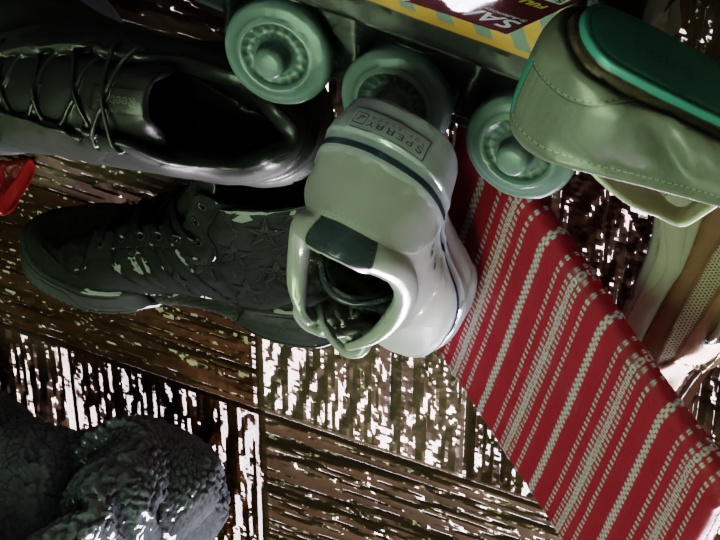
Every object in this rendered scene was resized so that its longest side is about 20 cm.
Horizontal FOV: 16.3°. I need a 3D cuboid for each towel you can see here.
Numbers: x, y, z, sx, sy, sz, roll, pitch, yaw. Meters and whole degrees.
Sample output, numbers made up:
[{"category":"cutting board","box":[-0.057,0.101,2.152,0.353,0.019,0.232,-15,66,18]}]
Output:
[{"category":"towel","box":[0.085,0.044,1.041,0.200,0.022,0.145,57,156,25]}]

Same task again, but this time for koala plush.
[{"category":"koala plush","box":[-0.190,0.118,1.302,0.200,0.184,0.178,34,157,30]}]

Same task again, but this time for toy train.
[{"category":"toy train","box":[0.030,-0.108,0.977,0.199,0.085,0.114,22,129,12]}]

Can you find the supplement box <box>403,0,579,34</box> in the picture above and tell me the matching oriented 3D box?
[{"category":"supplement box","box":[0.096,-0.166,0.844,0.061,0.109,0.200,15,155,-40]}]

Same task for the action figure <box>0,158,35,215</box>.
[{"category":"action figure","box":[-0.268,-0.052,1.206,0.199,0.099,0.065,11,134,26]}]

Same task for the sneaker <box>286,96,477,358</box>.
[{"category":"sneaker","box":[0.000,0.000,1.008,0.073,0.071,0.200,27,163,16]}]

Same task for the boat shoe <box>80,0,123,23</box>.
[{"category":"boat shoe","box":[-0.194,-0.104,1.132,0.199,0.070,0.066,6,164,11]}]

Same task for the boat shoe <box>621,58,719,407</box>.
[{"category":"boat shoe","box":[0.148,0.005,1.018,0.072,0.076,0.200,21,140,10]}]

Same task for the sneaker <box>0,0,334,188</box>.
[{"category":"sneaker","box":[-0.110,-0.077,1.037,0.199,0.091,0.076,6,96,1]}]

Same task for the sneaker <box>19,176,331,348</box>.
[{"category":"sneaker","box":[-0.065,-0.024,1.134,0.199,0.060,0.104,12,137,14]}]

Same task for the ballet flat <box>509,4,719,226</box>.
[{"category":"ballet flat","box":[0.147,-0.036,0.922,0.199,0.068,0.064,22,127,-11]}]
